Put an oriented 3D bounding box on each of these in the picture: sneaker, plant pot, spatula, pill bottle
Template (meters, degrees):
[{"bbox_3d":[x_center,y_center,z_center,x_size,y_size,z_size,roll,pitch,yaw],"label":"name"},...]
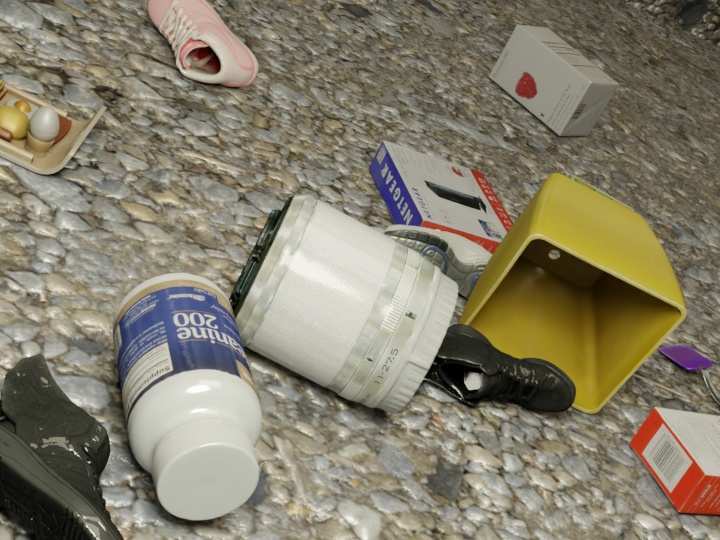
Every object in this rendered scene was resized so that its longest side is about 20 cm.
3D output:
[{"bbox_3d":[-0.214,0.149,0.886,0.199,0.061,0.104,36,32,19],"label":"sneaker"},{"bbox_3d":[-0.239,-0.330,1.672,0.200,0.076,0.104,42,23,12],"label":"sneaker"},{"bbox_3d":[0.245,0.009,1.404,0.197,0.201,0.178,26,41,-8],"label":"plant pot"},{"bbox_3d":[0.097,-0.016,1.498,0.198,0.075,0.087,21,21,-37],"label":"sneaker"},{"bbox_3d":[0.482,0.166,1.616,0.056,0.021,0.201,-7,46,-32],"label":"spatula"},{"bbox_3d":[-0.142,0.103,0.995,0.109,0.112,0.201,14,31,-28],"label":"pill bottle"},{"bbox_3d":[0.140,0.119,1.316,0.197,0.061,0.104,27,25,5],"label":"sneaker"}]

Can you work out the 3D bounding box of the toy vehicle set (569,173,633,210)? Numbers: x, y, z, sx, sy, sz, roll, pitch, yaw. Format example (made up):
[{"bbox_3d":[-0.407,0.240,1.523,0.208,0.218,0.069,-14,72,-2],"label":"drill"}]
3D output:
[{"bbox_3d":[0.386,-0.081,1.935,0.123,0.027,0.201,28,27,-4],"label":"toy vehicle set"}]

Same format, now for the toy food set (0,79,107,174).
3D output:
[{"bbox_3d":[-0.387,-0.190,1.303,0.198,0.061,0.144,26,27,-10],"label":"toy food set"}]

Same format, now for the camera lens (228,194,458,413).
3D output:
[{"bbox_3d":[-0.022,0.032,1.184,0.198,0.161,0.161,27,27,-6],"label":"camera lens"}]

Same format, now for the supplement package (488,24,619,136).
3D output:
[{"bbox_3d":[0.368,-0.363,2.291,0.200,0.122,0.119,44,31,27],"label":"supplement package"}]

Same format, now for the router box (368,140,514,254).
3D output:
[{"bbox_3d":[0.120,-0.084,1.647,0.177,0.049,0.201,15,31,-28],"label":"router box"}]

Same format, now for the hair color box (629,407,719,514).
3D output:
[{"bbox_3d":[0.425,0.228,1.409,0.197,0.065,0.111,10,32,-32],"label":"hair color box"}]
